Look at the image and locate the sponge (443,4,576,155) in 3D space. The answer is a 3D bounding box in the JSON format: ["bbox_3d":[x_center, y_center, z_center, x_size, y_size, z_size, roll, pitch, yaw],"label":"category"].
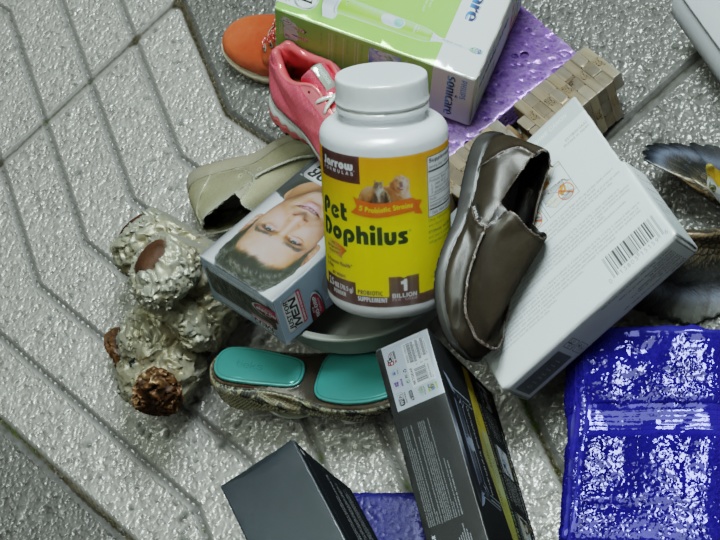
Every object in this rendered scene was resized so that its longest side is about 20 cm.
[{"bbox_3d":[0.100,-0.168,1.674,0.200,0.030,0.112,-39,56,-9],"label":"sponge"}]

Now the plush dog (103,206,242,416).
[{"bbox_3d":[-0.175,0.054,1.674,0.172,0.160,0.200,-62,20,5],"label":"plush dog"}]

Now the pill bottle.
[{"bbox_3d":[0.021,-0.069,1.483,0.109,0.109,0.201,10,115,30],"label":"pill bottle"}]

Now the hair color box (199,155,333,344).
[{"bbox_3d":[-0.037,-0.034,1.594,0.099,0.061,0.200,30,60,35],"label":"hair color box"}]

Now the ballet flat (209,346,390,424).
[{"bbox_3d":[-0.040,0.109,1.604,0.199,0.075,0.068,3,52,21],"label":"ballet flat"}]

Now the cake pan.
[{"bbox_3d":[0.000,0.000,1.621,0.199,0.037,0.201,-8,46,8],"label":"cake pan"}]

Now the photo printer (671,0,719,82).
[{"bbox_3d":[0.388,-0.198,1.531,0.166,0.070,0.201,-27,57,0],"label":"photo printer"}]

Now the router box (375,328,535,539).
[{"bbox_3d":[0.086,0.169,1.463,0.052,0.157,0.201,-24,58,14],"label":"router box"}]

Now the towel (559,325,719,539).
[{"bbox_3d":[0.235,0.141,1.458,0.147,0.050,0.201,-6,64,25],"label":"towel"}]

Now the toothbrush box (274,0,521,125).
[{"bbox_3d":[0.037,-0.245,1.640,0.199,0.086,0.146,19,66,9],"label":"toothbrush box"}]

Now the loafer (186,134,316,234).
[{"bbox_3d":[-0.081,-0.081,1.719,0.199,0.076,0.069,-17,61,29],"label":"loafer"}]

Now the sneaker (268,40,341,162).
[{"bbox_3d":[-0.025,-0.140,1.589,0.074,0.087,0.200,-35,49,-20],"label":"sneaker"}]

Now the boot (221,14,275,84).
[{"bbox_3d":[-0.069,-0.236,1.764,0.199,0.107,0.075,10,73,31],"label":"boot"}]

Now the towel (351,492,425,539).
[{"bbox_3d":[-0.001,0.292,1.518,0.147,0.050,0.201,-1,66,18],"label":"towel"}]

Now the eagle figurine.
[{"bbox_3d":[0.320,-0.040,1.486,0.151,0.152,0.200,-24,11,-32],"label":"eagle figurine"}]

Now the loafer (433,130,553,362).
[{"bbox_3d":[0.115,-0.023,1.469,0.071,0.073,0.201,-1,74,39],"label":"loafer"}]

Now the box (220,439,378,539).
[{"bbox_3d":[-0.019,0.256,1.431,0.079,0.141,0.201,-31,59,2],"label":"box"}]

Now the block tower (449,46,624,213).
[{"bbox_3d":[0.153,-0.115,1.606,0.200,0.058,0.054,-40,52,-8],"label":"block tower"}]

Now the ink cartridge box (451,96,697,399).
[{"bbox_3d":[0.163,-0.019,1.506,0.200,0.043,0.174,-43,51,19],"label":"ink cartridge box"}]
